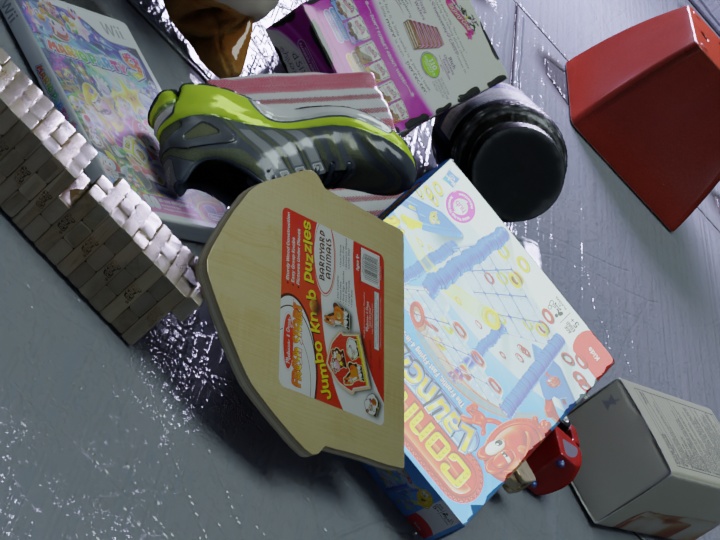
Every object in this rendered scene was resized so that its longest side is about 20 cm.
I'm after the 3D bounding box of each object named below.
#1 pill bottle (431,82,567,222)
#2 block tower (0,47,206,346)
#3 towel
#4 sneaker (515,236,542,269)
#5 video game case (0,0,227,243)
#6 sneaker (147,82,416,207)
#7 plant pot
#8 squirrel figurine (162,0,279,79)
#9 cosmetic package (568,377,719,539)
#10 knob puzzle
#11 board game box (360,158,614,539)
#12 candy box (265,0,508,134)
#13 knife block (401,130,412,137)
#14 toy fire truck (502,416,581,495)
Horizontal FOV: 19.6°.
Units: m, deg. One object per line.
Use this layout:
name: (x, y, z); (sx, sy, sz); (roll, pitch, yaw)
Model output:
pill bottle: (0.129, -0.107, 1.921); (0.112, 0.112, 0.200); (46, 6, -14)
block tower: (-0.182, -0.042, 1.310); (0.200, 0.058, 0.054); (46, 21, -10)
towel: (-0.034, -0.077, 1.607); (0.145, 0.030, 0.201); (-4, 50, -18)
sneaker: (0.110, 0.012, 1.705); (0.070, 0.074, 0.200); (8, 10, -3)
video game case: (-0.172, -0.109, 1.488); (0.143, 0.018, 0.201); (11, 45, -60)
sneaker: (-0.055, -0.072, 1.493); (0.198, 0.074, 0.081); (7, 55, -15)
plant pot: (0.389, -0.208, 2.599); (0.200, 0.176, 0.200); (45, 22, -19)
squirrel figurine: (-0.137, -0.288, 1.655); (0.200, 0.141, 0.187); (46, -5, 37)
cosmetic package: (0.260, 0.171, 1.839); (0.200, 0.087, 0.104); (22, 37, -55)
knob puzzle: (-0.043, 0.028, 1.381); (0.219, 0.030, 0.222); (24, 58, -46)
board game box: (0.057, 0.055, 1.505); (0.200, 0.056, 0.196); (50, 56, -4)
candy box: (0.025, -0.190, 1.836); (0.199, 0.061, 0.137); (-28, 92, -43)
knife block: (0.013, -0.212, 1.979); (0.200, 0.064, 0.176); (38, 24, -32)
toy fire truck: (0.106, 0.127, 1.643); (0.200, 0.049, 0.142); (42, 23, -28)
